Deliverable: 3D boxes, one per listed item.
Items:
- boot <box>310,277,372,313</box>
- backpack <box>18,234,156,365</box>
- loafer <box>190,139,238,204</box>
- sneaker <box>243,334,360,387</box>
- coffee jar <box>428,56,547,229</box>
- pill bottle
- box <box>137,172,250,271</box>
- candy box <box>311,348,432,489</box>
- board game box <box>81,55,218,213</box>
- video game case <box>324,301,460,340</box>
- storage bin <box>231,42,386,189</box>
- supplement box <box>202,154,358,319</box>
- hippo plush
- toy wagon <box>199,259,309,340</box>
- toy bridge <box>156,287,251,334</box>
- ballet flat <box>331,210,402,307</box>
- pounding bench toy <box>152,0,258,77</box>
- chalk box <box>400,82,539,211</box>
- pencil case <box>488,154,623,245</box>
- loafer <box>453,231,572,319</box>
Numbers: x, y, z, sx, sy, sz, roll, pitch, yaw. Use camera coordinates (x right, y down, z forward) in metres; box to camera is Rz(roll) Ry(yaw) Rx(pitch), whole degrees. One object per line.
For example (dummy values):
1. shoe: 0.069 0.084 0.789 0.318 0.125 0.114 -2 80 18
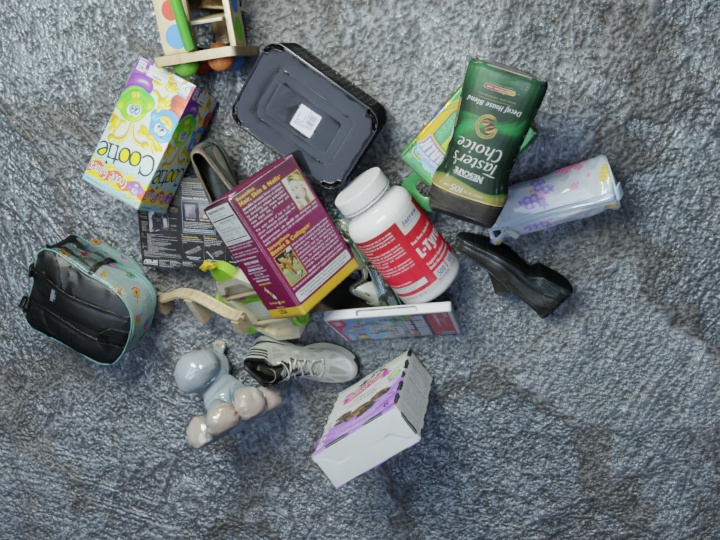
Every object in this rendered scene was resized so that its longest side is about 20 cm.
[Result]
1. boot: -0.077 0.042 1.131 0.198 0.074 0.076 17 138 3
2. backpack: -0.449 0.053 1.150 0.199 0.153 0.177 32 114 10
3. loafer: -0.209 -0.103 1.045 0.071 0.063 0.202 -23 103 15
4. sneaker: -0.105 0.172 1.142 0.198 0.115 0.077 9 110 8
5. coffee jar: 0.158 -0.160 0.861 0.103 0.085 0.202 18 112 7
6. pill bottle: 0.054 -0.052 1.017 0.112 0.113 0.200 -32 112 19
7. box: -0.273 -0.080 1.125 0.197 0.050 0.160 4 109 10
8. candy box: 0.024 0.235 1.092 0.167 0.200 0.072 -35 99 19
9. board game box: -0.319 -0.203 1.032 0.102 0.105 0.202 28 95 6
10. video game case: 0.055 0.084 1.077 0.197 0.143 0.018 -5 70 13
11. storage bin: -0.075 -0.234 1.011 0.199 0.094 0.136 35 111 -1
12. supplement box: -0.117 -0.046 0.999 0.103 0.131 0.201 -10 115 54
13. hippo plush: -0.233 0.198 1.172 0.158 0.200 0.162 -33 76 13
14. toy wagon: -0.177 0.044 1.103 0.154 0.040 0.200 -12 129 46
15. toy bridge: -0.275 0.061 1.141 0.198 0.027 0.068 10 141 28
16. ballet flat: 0.000 0.000 1.084 0.074 0.074 0.202 -25 95 18
17. pounding bench toy: -0.236 -0.356 0.941 0.123 0.200 0.158 -5 107 9
18. chalk box: 0.142 -0.172 0.971 0.125 0.124 0.200 41 111 -4
19. pencil case: 0.276 -0.102 0.987 0.198 0.091 0.084 -17 104 15
20. loafer: 0.228 0.009 1.046 0.199 0.073 0.073 30 116 1
